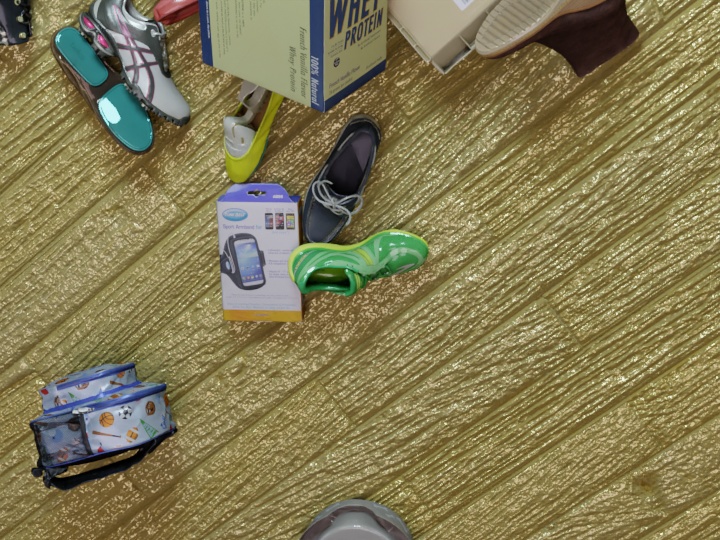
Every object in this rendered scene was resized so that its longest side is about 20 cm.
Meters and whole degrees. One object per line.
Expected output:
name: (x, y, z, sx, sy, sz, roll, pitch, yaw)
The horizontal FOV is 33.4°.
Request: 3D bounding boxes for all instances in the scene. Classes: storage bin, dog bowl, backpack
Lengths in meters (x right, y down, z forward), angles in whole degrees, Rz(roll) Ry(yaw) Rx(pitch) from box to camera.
storage bin: (0.112, -0.389, 1.505, 0.199, 0.094, 0.199, -39, 102, 17)
dog bowl: (-0.003, 0.442, 1.837, 0.196, 0.059, 0.204, 2, 109, 6)
backpack: (-0.367, 0.213, 1.740, 0.187, 0.200, 0.157, -7, 96, 6)

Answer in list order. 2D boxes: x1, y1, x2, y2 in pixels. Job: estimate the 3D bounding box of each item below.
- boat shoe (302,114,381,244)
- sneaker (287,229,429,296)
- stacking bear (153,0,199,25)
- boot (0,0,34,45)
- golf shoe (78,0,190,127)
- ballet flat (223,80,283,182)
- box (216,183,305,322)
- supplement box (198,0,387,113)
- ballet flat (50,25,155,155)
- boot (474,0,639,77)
boat shoe: (-0.027, -0.114, 1.636, 0.074, 0.062, 0.202, 27, 112, -9)
sneaker: (0.000, 0.000, 1.649, 0.196, 0.084, 0.075, -10, 132, -4)
stacking bear: (-0.247, -0.431, 1.527, 0.112, 0.121, 0.202, -24, 98, 2)
boot: (-0.441, -0.383, 1.585, 0.200, 0.074, 0.156, -2, 113, 12)
golf shoe: (-0.286, -0.283, 1.601, 0.088, 0.077, 0.201, -38, 102, 10)
ballet flat: (-0.147, -0.211, 1.609, 0.067, 0.067, 0.202, 39, 111, 28)
box: (-0.140, -0.028, 1.694, 0.117, 0.042, 0.204, 2, 108, 6)
supplement box: (-0.082, -0.335, 1.458, 0.198, 0.134, 0.202, 25, 134, 27)
ballet flat: (-0.350, -0.239, 1.626, 0.068, 0.072, 0.201, -42, 98, -19)
boot: (0.250, -0.288, 1.491, 0.199, 0.073, 0.167, -35, 140, 5)
